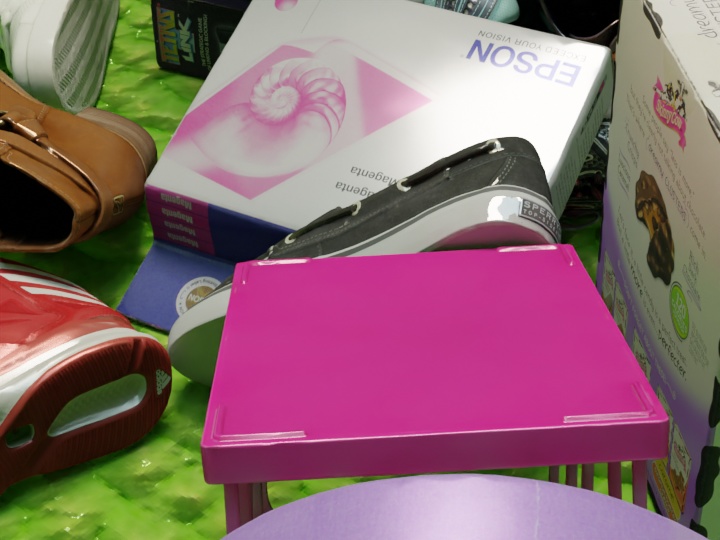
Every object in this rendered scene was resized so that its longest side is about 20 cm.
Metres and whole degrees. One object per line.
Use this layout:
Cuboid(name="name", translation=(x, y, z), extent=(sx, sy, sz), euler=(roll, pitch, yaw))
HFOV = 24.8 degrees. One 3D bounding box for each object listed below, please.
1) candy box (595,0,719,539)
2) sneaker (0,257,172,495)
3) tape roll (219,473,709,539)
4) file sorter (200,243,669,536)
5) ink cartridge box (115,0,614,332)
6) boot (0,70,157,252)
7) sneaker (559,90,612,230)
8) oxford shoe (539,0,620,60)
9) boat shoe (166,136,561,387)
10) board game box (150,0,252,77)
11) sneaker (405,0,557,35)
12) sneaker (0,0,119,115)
Cuboid(name="candy box", translation=(0.153, -0.002, 0.676), extent=(0.071, 0.202, 0.169), euler=(-5, 38, -5))
Cuboid(name="sneaker", translation=(-0.194, 0.054, 0.729), extent=(0.198, 0.079, 0.115), euler=(-11, 29, -32))
Cuboid(name="tape roll", translation=(0.030, 0.149, 0.449), extent=(0.198, 0.202, 0.066), euler=(3, 38, 5))
Cuboid(name="file sorter", translation=(0.022, 0.079, 0.587), extent=(0.137, 0.127, 0.200), euler=(-3, 16, 0))
Cuboid(name="ink cartridge box", translation=(0.000, -0.044, 0.799), extent=(0.195, 0.043, 0.201), euler=(16, 64, 22))
Cuboid(name="boot", translation=(-0.207, -0.054, 0.823), extent=(0.198, 0.077, 0.155), euler=(17, 17, 2))
Cuboid(name="sneaker", translation=(0.095, -0.049, 0.849), extent=(0.198, 0.081, 0.075), euler=(7, 59, 17))
Cuboid(name="oxford shoe", translation=(0.133, -0.116, 0.845), extent=(0.071, 0.201, 0.073), euler=(-21, 26, 34))
Cuboid(name="boat shoe", translation=(0.000, 0.000, 0.730), extent=(0.199, 0.069, 0.057), euler=(-21, 47, 27))
Cuboid(name="board game box", translation=(-0.011, -0.180, 1.026), extent=(0.164, 0.057, 0.200), euler=(14, 41, 22))
Cuboid(name="sneaker", translation=(0.083, -0.137, 0.923), extent=(0.086, 0.078, 0.199), euler=(36, 18, 22))
Cuboid(name="sneaker", translation=(-0.212, -0.144, 0.977), extent=(0.114, 0.074, 0.201), euler=(-2, 28, 1))
